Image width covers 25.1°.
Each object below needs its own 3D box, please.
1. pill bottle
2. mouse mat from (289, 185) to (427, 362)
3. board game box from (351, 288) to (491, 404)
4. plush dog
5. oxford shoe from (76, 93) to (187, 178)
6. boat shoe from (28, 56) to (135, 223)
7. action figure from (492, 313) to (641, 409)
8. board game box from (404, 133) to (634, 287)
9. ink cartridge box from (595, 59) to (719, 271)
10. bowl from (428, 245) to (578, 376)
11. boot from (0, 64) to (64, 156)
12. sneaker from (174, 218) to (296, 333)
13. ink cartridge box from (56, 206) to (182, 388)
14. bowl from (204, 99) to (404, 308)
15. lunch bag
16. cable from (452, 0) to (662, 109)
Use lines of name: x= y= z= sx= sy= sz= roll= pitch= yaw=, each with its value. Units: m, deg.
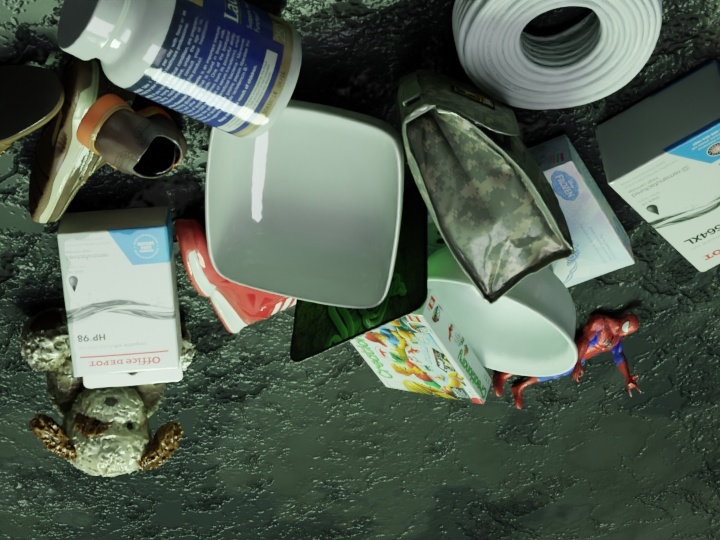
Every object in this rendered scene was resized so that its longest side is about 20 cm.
pill bottle: x=-0.161 y=-0.203 z=1.437 sx=0.199 sy=0.117 sz=0.116 roll=21 pitch=134 yaw=-31
mouse mat: x=0.000 y=0.000 z=1.652 sx=0.160 sy=0.201 sz=0.008 roll=-25 pitch=126 yaw=21
board game box: x=0.050 y=0.075 z=1.726 sx=0.125 sy=0.035 sz=0.200 roll=8 pitch=153 yaw=30
plush dog: x=-0.290 y=0.152 z=1.817 sx=0.198 sy=0.173 sz=0.161 roll=5 pitch=141 yaw=-16
oxford shoe: x=-0.199 y=-0.110 z=1.519 sx=0.071 sy=0.072 sz=0.200 roll=-55 pitch=168 yaw=8
boat shoe: x=-0.266 y=-0.116 z=1.567 sx=0.074 sy=0.075 sz=0.203 roll=6 pitch=140 yaw=-25
action figure: x=0.255 y=0.123 z=1.928 sx=0.199 sy=0.100 sz=0.065 roll=-36 pitch=135 yaw=28
board game box: x=0.170 y=-0.041 z=1.746 sx=0.197 sy=0.044 sz=0.200 roll=-20 pitch=140 yaw=19
ink cartridge box: x=0.358 y=-0.103 z=1.665 sx=0.145 sy=0.085 sz=0.199 roll=-30 pitch=135 yaw=27
bowl: x=0.144 y=0.025 z=1.692 sx=0.199 sy=0.091 sz=0.202 roll=19 pitch=156 yaw=8
boot: x=-0.355 y=-0.138 z=1.543 sx=0.198 sy=0.074 sz=0.075 roll=-19 pitch=159 yaw=22
sneaker: x=-0.121 y=-0.012 z=1.732 sx=0.114 sy=0.079 sz=0.200 roll=-21 pitch=153 yaw=4
ink cartridge box: x=-0.248 y=0.041 z=1.696 sx=0.114 sy=0.067 sz=0.202 roll=-5 pitch=111 yaw=-4
bowl: x=-0.049 y=-0.076 z=1.585 sx=0.197 sy=0.075 sz=0.202 roll=11 pitch=119 yaw=12
lunch bag: x=0.105 y=-0.098 z=1.519 sx=0.117 sy=0.164 sz=0.201 roll=-32 pitch=105 yaw=10
cable: x=0.183 y=-0.233 z=1.487 sx=0.198 sy=0.070 sz=0.201 roll=5 pitch=140 yaw=-15
